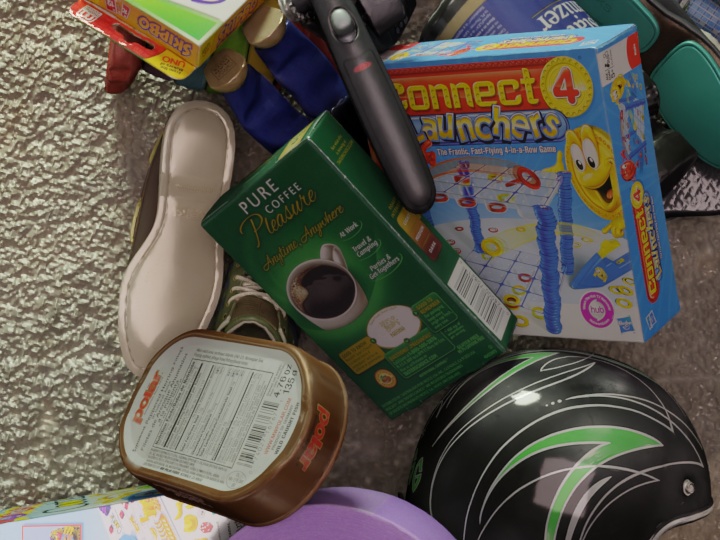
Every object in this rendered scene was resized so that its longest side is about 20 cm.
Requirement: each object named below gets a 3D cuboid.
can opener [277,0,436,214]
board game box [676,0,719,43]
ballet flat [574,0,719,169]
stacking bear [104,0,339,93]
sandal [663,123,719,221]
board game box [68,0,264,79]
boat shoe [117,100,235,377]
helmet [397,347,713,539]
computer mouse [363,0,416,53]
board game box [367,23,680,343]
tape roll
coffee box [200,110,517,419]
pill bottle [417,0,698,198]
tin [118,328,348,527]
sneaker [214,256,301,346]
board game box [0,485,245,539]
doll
[{"bbox_3d":[0.004,-0.131,0.924,0.078,0.063,0.203,-21,82,10],"label":"can opener"},{"bbox_3d":[0.297,-0.269,1.066,0.198,0.062,0.202,32,97,1],"label":"board game box"},{"bbox_3d":[0.228,-0.166,1.042,0.073,0.073,0.201,-40,87,-5],"label":"ballet flat"},{"bbox_3d":[-0.080,-0.174,1.038,0.197,0.121,0.116,8,90,-12],"label":"stacking bear"},{"bbox_3d":[0.219,-0.066,1.080,0.197,0.043,0.077,-15,79,6],"label":"sandal"},{"bbox_3d":[-0.104,-0.212,0.971,0.095,0.030,0.201,31,55,9],"label":"board game box"},{"bbox_3d":[-0.136,-0.021,1.043,0.071,0.059,0.203,11,86,-15],"label":"boat shoe"},{"bbox_3d":[0.136,0.147,0.984,0.198,0.200,0.193,29,91,-1],"label":"helmet"},{"bbox_3d":[0.026,-0.222,1.035,0.034,0.201,0.059,-5,128,30],"label":"computer mouse"},{"bbox_3d":[0.104,-0.057,0.970,0.056,0.198,0.199,-32,116,-45],"label":"board game box"},{"bbox_3d":[-0.013,0.243,0.901,0.197,0.066,0.204,0,92,13],"label":"tape roll"},{"bbox_3d":[0.000,0.000,0.973,0.200,0.044,0.123,45,129,-12],"label":"coffee box"},{"bbox_3d":[0.142,-0.124,1.023,0.112,0.112,0.200,-41,77,-5],"label":"pill bottle"},{"bbox_3d":[-0.087,0.096,0.917,0.042,0.199,0.113,40,68,-34],"label":"tin"},{"bbox_3d":[-0.069,0.029,1.027,0.066,0.090,0.203,10,85,-1],"label":"sneaker"},{"bbox_3d":[-0.159,0.208,1.002,0.197,0.103,0.107,-9,88,-4],"label":"board game box"},{"bbox_3d":[-0.029,-0.089,1.015,0.137,0.048,0.200,-48,126,-4],"label":"doll"}]
